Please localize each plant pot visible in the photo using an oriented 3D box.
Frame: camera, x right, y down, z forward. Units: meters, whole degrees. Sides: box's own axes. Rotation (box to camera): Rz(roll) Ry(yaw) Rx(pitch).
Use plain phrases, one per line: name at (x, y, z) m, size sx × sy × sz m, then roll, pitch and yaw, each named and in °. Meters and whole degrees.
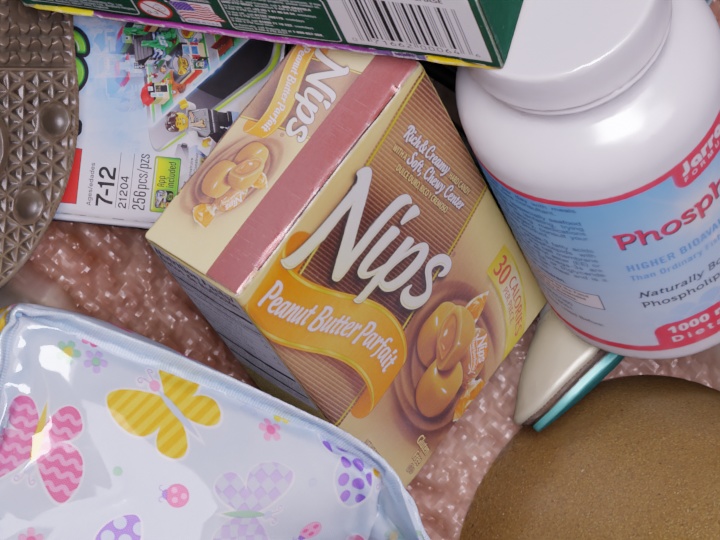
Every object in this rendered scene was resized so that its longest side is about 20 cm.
plant pot at (0.160, 0.145, 1.188) m, size 0.185 × 0.200 × 0.188 m, roll -1°, pitch 93°, yaw -19°

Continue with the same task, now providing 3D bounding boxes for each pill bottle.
pill bottle at (0.101, -0.055, 1.125) m, size 0.109 × 0.109 × 0.200 m, roll -50°, pitch 147°, yaw -12°

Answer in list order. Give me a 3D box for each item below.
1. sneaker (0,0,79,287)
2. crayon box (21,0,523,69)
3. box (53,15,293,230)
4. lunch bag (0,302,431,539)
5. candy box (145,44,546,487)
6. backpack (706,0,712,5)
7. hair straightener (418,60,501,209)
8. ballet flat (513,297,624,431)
sneaker at (-0.157, -0.089, 1.137) m, size 0.070 × 0.075 × 0.201 m, roll 10°, pitch 86°, yaw -36°
crayon box at (-0.022, -0.174, 1.073) m, size 0.199 × 0.058 × 0.173 m, roll 9°, pitch 67°, yaw 19°
box at (-0.077, -0.116, 1.158) m, size 0.109 × 0.035 × 0.201 m, roll 5°, pitch 89°, yaw 10°
lunch bag at (-0.083, 0.096, 1.114) m, size 0.199 × 0.169 × 0.128 m, roll 21°, pitch 83°, yaw -20°
candy box at (0.000, 0.000, 1.142) m, size 0.116 × 0.055 × 0.200 m, roll -53°, pitch 148°, yaw -12°
backpack at (0.101, -0.186, 1.184) m, size 0.177 × 0.151 × 0.200 m, roll 36°, pitch 94°, yaw -31°
hair straightener at (-0.002, -0.078, 1.208) m, size 0.200 × 0.041 × 0.077 m, roll 34°, pitch 80°, yaw -17°
ballet flat at (0.130, -0.009, 1.252) m, size 0.200 × 0.069 × 0.070 m, roll -36°, pitch 103°, yaw -17°
